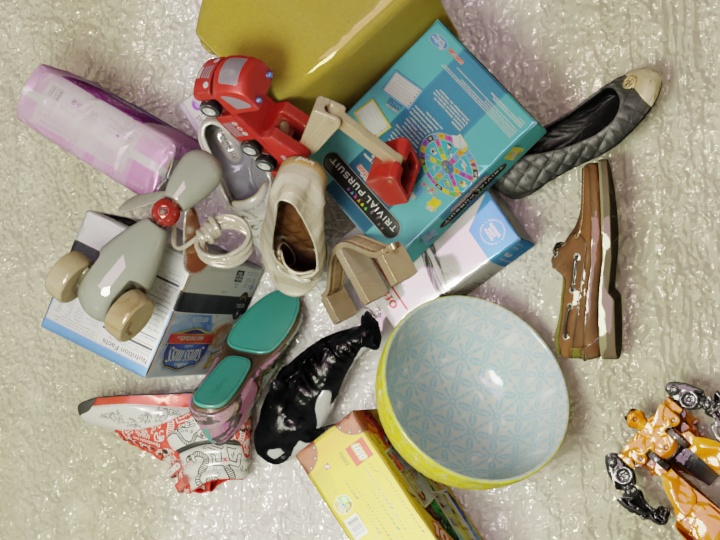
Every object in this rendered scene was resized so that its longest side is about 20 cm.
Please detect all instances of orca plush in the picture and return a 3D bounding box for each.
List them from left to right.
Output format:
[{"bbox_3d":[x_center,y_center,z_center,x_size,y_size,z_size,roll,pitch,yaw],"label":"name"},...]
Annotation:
[{"bbox_3d":[-0.057,0.126,1.592,0.200,0.071,0.105,-38,62,30],"label":"orca plush"}]

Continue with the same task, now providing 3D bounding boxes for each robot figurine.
[{"bbox_3d":[0.335,0.203,1.488,0.200,0.058,0.145,42,99,16],"label":"robot figurine"}]

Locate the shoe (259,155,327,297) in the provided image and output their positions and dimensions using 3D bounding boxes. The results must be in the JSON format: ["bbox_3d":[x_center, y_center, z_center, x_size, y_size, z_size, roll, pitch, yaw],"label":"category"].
[{"bbox_3d":[-0.069,-0.030,1.521,0.070,0.200,0.053,11,53,4],"label":"shoe"}]

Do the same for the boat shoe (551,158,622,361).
[{"bbox_3d":[0.220,-0.010,1.532,0.068,0.072,0.200,-1,85,18],"label":"boat shoe"}]

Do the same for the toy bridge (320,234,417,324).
[{"bbox_3d":[0.000,0.000,1.532,0.027,0.200,0.067,-26,85,-23],"label":"toy bridge"}]

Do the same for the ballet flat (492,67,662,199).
[{"bbox_3d":[0.212,-0.140,1.541,0.200,0.057,0.066,-35,36,11],"label":"ballet flat"}]

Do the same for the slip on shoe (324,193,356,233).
[{"bbox_3d":[-0.061,-0.118,1.639,0.200,0.061,0.074,40,119,4],"label":"slip on shoe"}]

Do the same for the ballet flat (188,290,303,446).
[{"bbox_3d":[-0.117,0.104,1.611,0.069,0.200,0.071,11,133,20],"label":"ballet flat"}]

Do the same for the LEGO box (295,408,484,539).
[{"bbox_3d":[0.040,0.240,1.535,0.077,0.149,0.200,-37,77,12],"label":"LEGO box"}]

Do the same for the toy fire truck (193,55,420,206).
[{"bbox_3d":[-0.049,-0.133,1.463,0.141,0.200,0.049,-3,56,37],"label":"toy fire truck"}]

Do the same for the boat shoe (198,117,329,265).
[{"bbox_3d":[-0.107,-0.072,1.592,0.071,0.069,0.200,-36,94,10],"label":"boat shoe"}]

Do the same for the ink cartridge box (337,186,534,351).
[{"bbox_3d":[0.061,-0.016,1.587,0.200,0.068,0.116,-37,75,13],"label":"ink cartridge box"}]

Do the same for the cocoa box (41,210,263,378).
[{"bbox_3d":[-0.212,0.027,1.604,0.133,0.200,0.131,24,94,16],"label":"cocoa box"}]

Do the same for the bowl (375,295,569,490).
[{"bbox_3d":[0.094,0.136,1.533,0.200,0.200,0.108,58,146,13],"label":"bowl"}]

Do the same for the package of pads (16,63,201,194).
[{"bbox_3d":[-0.263,-0.145,1.675,0.200,0.120,0.076,30,96,17],"label":"package of pads"}]

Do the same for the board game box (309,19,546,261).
[{"bbox_3d":[0.060,-0.124,1.537,0.200,0.047,0.151,-44,71,10],"label":"board game box"}]

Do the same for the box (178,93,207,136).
[{"bbox_3d":[-0.125,-0.109,1.670,0.039,0.041,0.200,-37,77,13],"label":"box"}]

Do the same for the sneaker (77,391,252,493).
[{"bbox_3d":[-0.212,0.187,1.664,0.201,0.067,0.108,-4,83,15],"label":"sneaker"}]

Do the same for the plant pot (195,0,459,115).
[{"bbox_3d":[-0.048,-0.255,1.559,0.200,0.196,0.194,-45,74,3],"label":"plant pot"}]

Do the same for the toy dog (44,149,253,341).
[{"bbox_3d":[-0.199,-0.016,1.467,0.200,0.096,0.132,-31,76,-5],"label":"toy dog"}]
